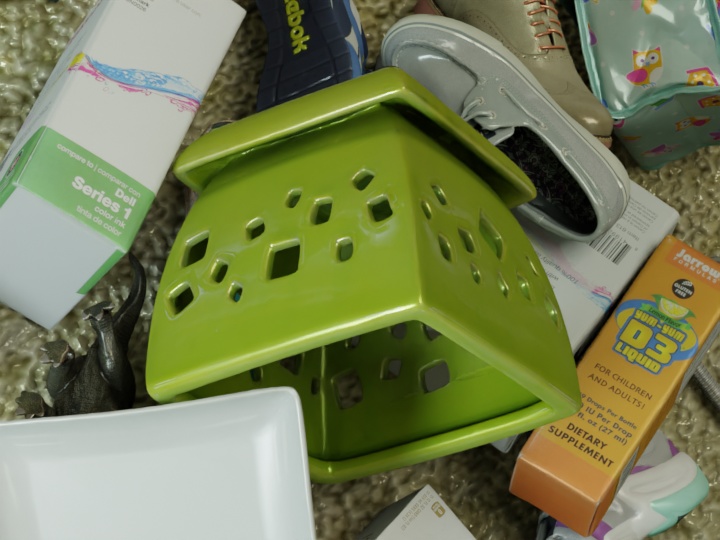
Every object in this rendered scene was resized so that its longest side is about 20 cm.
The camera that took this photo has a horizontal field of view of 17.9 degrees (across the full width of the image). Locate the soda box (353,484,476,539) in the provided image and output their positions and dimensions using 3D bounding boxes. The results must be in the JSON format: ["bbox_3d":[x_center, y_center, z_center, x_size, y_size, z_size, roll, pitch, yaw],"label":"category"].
[{"bbox_3d":[-0.007,0.228,1.453,0.068,0.064,0.200,48,56,-4],"label":"soda box"}]

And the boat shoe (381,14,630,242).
[{"bbox_3d":[0.093,-0.094,1.518,0.201,0.070,0.072,39,29,0],"label":"boat shoe"}]

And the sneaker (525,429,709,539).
[{"bbox_3d":[0.133,0.153,1.562,0.140,0.078,0.200,50,51,4],"label":"sneaker"}]

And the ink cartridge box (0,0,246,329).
[{"bbox_3d":[-0.166,-0.084,1.444,0.084,0.145,0.201,31,58,-13],"label":"ink cartridge box"}]

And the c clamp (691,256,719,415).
[{"bbox_3d":[0.286,0.092,1.692,0.171,0.027,0.201,-32,87,-34],"label":"c clamp"}]

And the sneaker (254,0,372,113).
[{"bbox_3d":[-0.026,-0.134,1.563,0.082,0.074,0.201,55,25,-48],"label":"sneaker"}]

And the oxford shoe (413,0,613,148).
[{"bbox_3d":[0.113,-0.158,1.599,0.071,0.074,0.200,1,37,-48],"label":"oxford shoe"}]

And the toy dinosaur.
[{"bbox_3d":[-0.168,0.083,1.420,0.076,0.102,0.201,-4,57,0],"label":"toy dinosaur"}]

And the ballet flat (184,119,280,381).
[{"bbox_3d":[-0.088,0.002,1.499,0.068,0.067,0.201,14,65,-29],"label":"ballet flat"}]

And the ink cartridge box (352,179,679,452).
[{"bbox_3d":[0.102,0.003,1.571,0.145,0.083,0.200,35,56,11],"label":"ink cartridge box"}]

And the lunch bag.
[{"bbox_3d":[0.212,-0.193,1.674,0.121,0.170,0.201,-17,77,13],"label":"lunch bag"}]

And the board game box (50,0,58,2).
[{"bbox_3d":[-0.263,-0.233,1.460,0.199,0.135,0.028,10,65,-24],"label":"board game box"}]

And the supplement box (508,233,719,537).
[{"bbox_3d":[0.178,0.075,1.526,0.066,0.069,0.200,30,64,13],"label":"supplement box"}]

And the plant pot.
[{"bbox_3d":[0.000,0.000,1.389,0.200,0.198,0.182,33,47,-51],"label":"plant pot"}]

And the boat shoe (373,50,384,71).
[{"bbox_3d":[0.033,-0.107,1.610,0.073,0.068,0.200,24,35,-7],"label":"boat shoe"}]

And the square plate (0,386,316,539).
[{"bbox_3d":[-0.120,0.173,1.347,0.197,0.028,0.201,-7,101,3],"label":"square plate"}]
